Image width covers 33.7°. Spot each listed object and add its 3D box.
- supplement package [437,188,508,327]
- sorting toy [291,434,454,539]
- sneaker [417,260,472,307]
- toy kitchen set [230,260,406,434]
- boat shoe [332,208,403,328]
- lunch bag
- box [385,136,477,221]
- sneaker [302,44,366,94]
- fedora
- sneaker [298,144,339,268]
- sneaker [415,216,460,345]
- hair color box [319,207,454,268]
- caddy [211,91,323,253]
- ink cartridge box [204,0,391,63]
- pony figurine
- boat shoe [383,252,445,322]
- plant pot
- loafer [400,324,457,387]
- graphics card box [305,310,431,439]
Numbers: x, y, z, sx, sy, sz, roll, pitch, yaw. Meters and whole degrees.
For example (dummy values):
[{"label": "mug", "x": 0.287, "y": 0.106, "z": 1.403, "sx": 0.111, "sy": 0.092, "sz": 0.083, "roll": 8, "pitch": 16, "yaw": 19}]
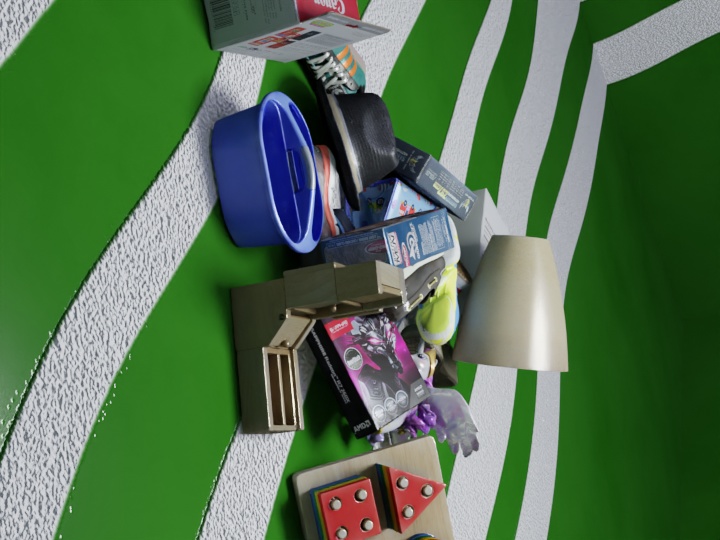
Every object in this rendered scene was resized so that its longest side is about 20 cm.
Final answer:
[{"label": "supplement package", "x": 0.175, "y": -0.020, "z": 2.038, "sx": 0.120, "sy": 0.120, "sz": 0.202, "roll": 55, "pitch": 33, "yaw": -41}, {"label": "sorting toy", "x": 0.033, "y": 0.333, "z": 1.503, "sx": 0.196, "sy": 0.069, "sz": 0.203, "roll": -13, "pitch": 92, "yaw": -21}, {"label": "sneaker", "x": 0.089, "y": -0.018, "z": 1.928, "sx": 0.071, "sy": 0.112, "sz": 0.201, "roll": 23, "pitch": 28, "yaw": -50}, {"label": "toy kitchen set", "x": -0.027, "y": 0.097, "z": 1.450, "sx": 0.163, "sy": 0.197, "sz": 0.183, "roll": 15, "pitch": 67, "yaw": -63}, {"label": "boat shoe", "x": 0.000, "y": 0.000, "z": 1.685, "sx": 0.068, "sy": 0.084, "sz": 0.202, "roll": -34, "pitch": 114, "yaw": -34}, {"label": "lunch bag", "x": 0.034, "y": -0.024, "z": 1.800, "sx": 0.150, "sy": 0.093, "sz": 0.203, "roll": 24, "pitch": 71, "yaw": -60}, {"label": "box", "x": 0.078, "y": -0.156, "z": 1.844, "sx": 0.051, "sy": 0.157, "sz": 0.200, "roll": -60, "pitch": 150, "yaw": 0}, {"label": "sneaker", "x": -0.039, "y": -0.294, "z": 1.737, "sx": 0.200, "sy": 0.070, "sz": 0.081, "roll": 30, "pitch": 49, "yaw": -61}, {"label": "fedora", "x": 0.001, "y": -0.188, "z": 1.675, "sx": 0.201, "sy": 0.090, "sz": 0.204, "roll": 163, "pitch": -90, "yaw": -88}, {"label": "sneaker", "x": -0.081, "y": -0.075, "z": 1.588, "sx": 0.081, "sy": 0.077, "sz": 0.203, "roll": 10, "pitch": 68, "yaw": -36}, {"label": "sneaker", "x": 0.114, "y": 0.020, "z": 1.802, "sx": 0.105, "sy": 0.074, "sz": 0.203, "roll": 65, "pitch": 29, "yaw": -69}, {"label": "hair color box", "x": 0.039, "y": -0.035, "z": 1.582, "sx": 0.199, "sy": 0.099, "sz": 0.061, "roll": -22, "pitch": 100, "yaw": -61}, {"label": "caddy", "x": -0.104, "y": -0.118, "z": 1.479, "sx": 0.141, "sy": 0.104, "sz": 0.203, "roll": -11, "pitch": 91, "yaw": -67}, {"label": "ink cartridge box", "x": -0.078, "y": -0.338, "z": 1.544, "sx": 0.199, "sy": 0.173, "sz": 0.085, "roll": -11, "pitch": 90, "yaw": -66}, {"label": "pony figurine", "x": 0.065, "y": 0.191, "z": 1.710, "sx": 0.199, "sy": 0.165, "sz": 0.196, "roll": 0, "pitch": 72, "yaw": -50}, {"label": "boat shoe", "x": 0.072, "y": 0.020, "z": 1.644, "sx": 0.201, "sy": 0.071, "sz": 0.061, "roll": -28, "pitch": 96, "yaw": -61}, {"label": "plant pot", "x": 0.245, "y": 0.049, "z": 1.874, "sx": 0.187, "sy": 0.185, "sz": 0.203, "roll": 7, "pitch": 89, "yaw": -65}, {"label": "loafer", "x": 0.106, "y": 0.126, "z": 1.895, "sx": 0.200, "sy": 0.074, "sz": 0.069, "roll": 56, "pitch": 30, "yaw": -59}, {"label": "graphics card box", "x": 0.001, "y": 0.108, "z": 1.587, "sx": 0.125, "sy": 0.051, "sz": 0.202, "roll": -24, "pitch": 87, "yaw": -46}]
